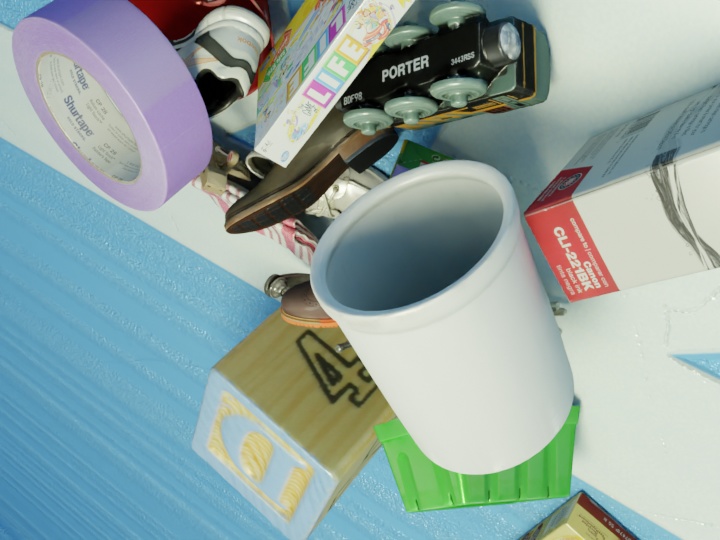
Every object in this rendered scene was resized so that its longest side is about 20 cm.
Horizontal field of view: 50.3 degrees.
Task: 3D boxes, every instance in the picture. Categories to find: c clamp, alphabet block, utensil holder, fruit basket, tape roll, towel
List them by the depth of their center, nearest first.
[{"bbox_3d":[0.075,0.042,0.631,0.167,0.171,0.202,5,138,39],"label":"utensil holder"},{"bbox_3d":[-0.233,-0.157,0.723,0.198,0.066,0.202,30,145,23],"label":"tape roll"},{"bbox_3d":[0.116,0.145,0.817,0.155,0.215,0.218,-27,100,48],"label":"fruit basket"},{"bbox_3d":[-0.033,0.035,0.861,0.198,0.169,0.028,22,108,39],"label":"c clamp"},{"bbox_3d":[-0.127,-0.062,0.903,0.198,0.030,0.146,28,173,23],"label":"towel"},{"bbox_3d":[-0.067,0.173,0.958,0.195,0.200,0.197,39,137,11],"label":"alphabet block"}]

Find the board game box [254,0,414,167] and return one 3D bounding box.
[{"bbox_3d":[-0.024,-0.204,0.657,0.034,0.136,0.200,25,126,-27],"label":"board game box"}]

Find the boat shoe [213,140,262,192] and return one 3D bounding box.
[{"bbox_3d":[-0.154,-0.128,0.920,0.198,0.058,0.067,29,174,17],"label":"boat shoe"}]

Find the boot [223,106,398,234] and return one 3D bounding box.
[{"bbox_3d":[-0.067,-0.120,0.779,0.098,0.198,0.075,60,-176,12],"label":"boot"}]

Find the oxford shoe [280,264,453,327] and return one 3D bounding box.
[{"bbox_3d":[0.000,0.000,0.755,0.196,0.072,0.073,-17,122,20],"label":"oxford shoe"}]

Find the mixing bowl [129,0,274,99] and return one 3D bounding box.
[{"bbox_3d":[-0.173,-0.274,0.763,0.195,0.111,0.201,5,153,3],"label":"mixing bowl"}]

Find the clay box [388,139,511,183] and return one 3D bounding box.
[{"bbox_3d":[0.062,-0.025,0.786,0.113,0.048,0.202,21,134,-1],"label":"clay box"}]

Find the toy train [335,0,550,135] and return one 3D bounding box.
[{"bbox_3d":[0.066,-0.163,0.659,0.198,0.112,0.087,-6,83,47],"label":"toy train"}]

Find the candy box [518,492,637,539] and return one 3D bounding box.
[{"bbox_3d":[0.250,0.361,0.923,0.115,0.055,0.201,40,139,11],"label":"candy box"}]

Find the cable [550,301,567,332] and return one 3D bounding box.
[{"bbox_3d":[0.112,0.048,0.796,0.196,0.051,0.098,11,152,22],"label":"cable"}]

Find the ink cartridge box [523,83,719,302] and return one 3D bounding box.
[{"bbox_3d":[0.240,-0.067,0.549,0.198,0.144,0.085,-21,106,48],"label":"ink cartridge box"}]

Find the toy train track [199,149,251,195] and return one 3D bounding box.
[{"bbox_3d":[-0.173,-0.163,0.854,0.033,0.113,0.202,-49,43,28],"label":"toy train track"}]

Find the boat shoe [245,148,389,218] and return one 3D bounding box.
[{"bbox_3d":[-0.041,-0.087,0.841,0.197,0.069,0.072,26,131,22],"label":"boat shoe"}]

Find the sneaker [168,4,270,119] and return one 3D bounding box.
[{"bbox_3d":[-0.169,-0.179,0.740,0.073,0.082,0.198,27,149,-37],"label":"sneaker"}]
